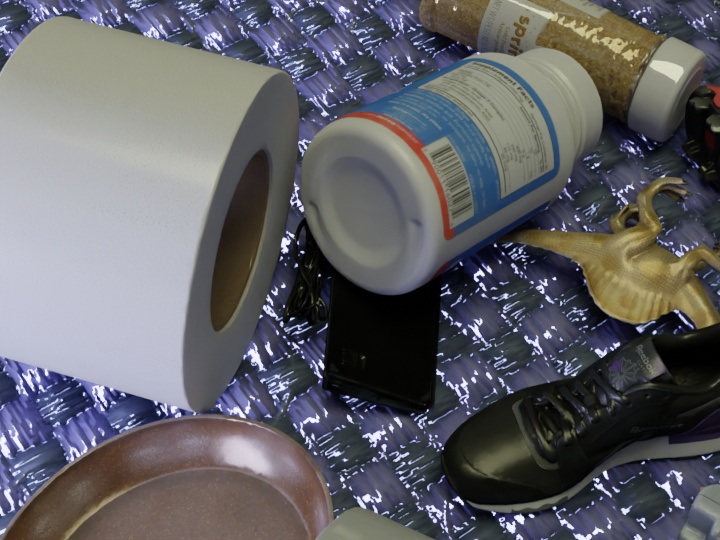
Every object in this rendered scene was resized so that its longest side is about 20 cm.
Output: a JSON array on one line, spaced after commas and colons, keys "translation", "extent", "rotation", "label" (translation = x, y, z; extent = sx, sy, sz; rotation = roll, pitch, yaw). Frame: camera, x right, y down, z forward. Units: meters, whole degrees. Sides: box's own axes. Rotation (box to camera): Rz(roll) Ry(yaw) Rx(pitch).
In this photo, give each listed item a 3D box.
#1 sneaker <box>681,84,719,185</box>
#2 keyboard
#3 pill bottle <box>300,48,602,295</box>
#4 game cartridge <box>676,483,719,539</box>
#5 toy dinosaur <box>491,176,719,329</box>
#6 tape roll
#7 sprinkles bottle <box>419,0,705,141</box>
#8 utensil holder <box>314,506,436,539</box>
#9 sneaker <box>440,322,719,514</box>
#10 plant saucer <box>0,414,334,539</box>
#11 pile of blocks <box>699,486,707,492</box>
[{"translation": [0.292, -0.052, 1.020], "extent": [0.097, 0.071, 0.201], "rotation": [-16, 53, -12], "label": "sneaker"}, {"translation": [0.000, 0.000, 1.001], "extent": [0.103, 0.040, 0.201], "rotation": [20, 49, -17], "label": "keyboard"}, {"translation": [0.065, -0.071, 0.989], "extent": [0.112, 0.113, 0.199], "rotation": [38, 43, 24], "label": "pill bottle"}, {"translation": [0.242, 0.197, 0.787], "extent": [0.199, 0.134, 0.041], "rotation": [30, 49, 18], "label": "game cartridge"}, {"translation": [0.169, -0.011, 0.992], "extent": [0.199, 0.058, 0.101], "rotation": [27, 57, 18], "label": "toy dinosaur"}, {"translation": [-0.130, -0.033, 0.906], "extent": [0.138, 0.204, 0.204], "rotation": [15, 53, 8], "label": "tape roll"}, {"translation": [0.140, -0.162, 1.100], "extent": [0.199, 0.069, 0.068], "rotation": [29, 56, 19], "label": "sprinkles bottle"}, {"translation": [0.051, 0.225, 0.737], "extent": [0.199, 0.171, 0.170], "rotation": [24, 55, 17], "label": "utensil holder"}, {"translation": [0.139, 0.073, 0.907], "extent": [0.198, 0.088, 0.076], "rotation": [-16, 55, -14], "label": "sneaker"}, {"translation": [-0.105, 0.162, 0.831], "extent": [0.198, 0.035, 0.201], "rotation": [-13, 40, 11], "label": "plant saucer"}, {"translation": [0.277, 0.167, 0.844], "extent": [0.198, 0.082, 0.063], "rotation": [10, 52, 5], "label": "pile of blocks"}]
